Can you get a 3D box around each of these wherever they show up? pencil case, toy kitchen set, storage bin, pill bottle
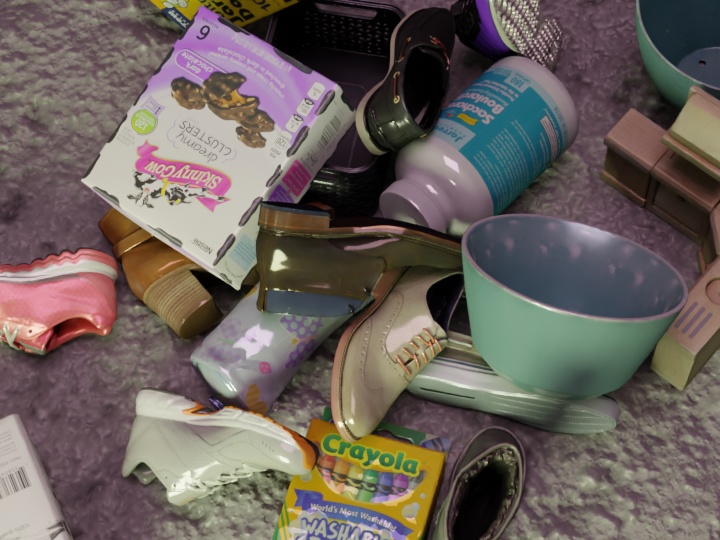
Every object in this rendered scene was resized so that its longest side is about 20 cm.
[{"bbox_3d":[-0.064,0.045,1.477,0.091,0.083,0.200,38,72,12],"label":"pencil case"},{"bbox_3d":[0.279,-0.044,1.476,0.200,0.163,0.180,37,69,20],"label":"toy kitchen set"},{"bbox_3d":[-0.033,-0.162,1.589,0.134,0.094,0.201,9,63,6],"label":"storage bin"},{"bbox_3d":[0.109,-0.106,1.536,0.111,0.111,0.200,37,63,19],"label":"pill bottle"}]

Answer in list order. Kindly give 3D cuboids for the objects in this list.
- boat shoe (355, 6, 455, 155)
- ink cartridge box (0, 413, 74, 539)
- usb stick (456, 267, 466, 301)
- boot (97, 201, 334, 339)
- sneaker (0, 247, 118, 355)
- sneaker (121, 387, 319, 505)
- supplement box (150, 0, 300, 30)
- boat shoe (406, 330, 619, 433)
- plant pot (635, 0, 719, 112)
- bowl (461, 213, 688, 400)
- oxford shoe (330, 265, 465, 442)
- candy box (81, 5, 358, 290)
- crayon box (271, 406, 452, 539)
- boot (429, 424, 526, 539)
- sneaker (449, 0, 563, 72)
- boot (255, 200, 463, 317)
[{"bbox_3d":[0.058,-0.186,1.526,0.063,0.074,0.202,-19,31,35],"label":"boat shoe"},{"bbox_3d":[-0.318,0.248,1.380,0.146,0.083,0.201,-23,63,-10],"label":"ink cartridge box"},{"bbox_3d":[0.109,0.006,1.528,0.199,0.033,0.056,14,56,9],"label":"usb stick"},{"bbox_3d":[-0.139,-0.041,1.546,0.200,0.077,0.155,-37,62,-9],"label":"boot"},{"bbox_3d":[-0.320,0.039,1.500,0.199,0.074,0.087,-12,66,-3],"label":"sneaker"},{"bbox_3d":[-0.125,0.167,1.412,0.199,0.076,0.093,8,72,36],"label":"sneaker"},{"bbox_3d":[-0.123,-0.319,1.605,0.109,0.199,0.110,40,62,-25],"label":"supplement box"},{"bbox_3d":[0.138,0.095,1.457,0.199,0.072,0.062,13,64,11],"label":"boat shoe"},{"bbox_3d":[0.361,-0.217,1.583,0.199,0.135,0.201,0,61,1],"label":"plant pot"},{"bbox_3d":[0.175,0.040,1.405,0.199,0.106,0.201,9,25,-4],"label":"bowl"},{"bbox_3d":[0.034,0.065,1.430,0.073,0.071,0.201,-4,46,35],"label":"oxford shoe"},{"bbox_3d":[-0.128,-0.113,1.478,0.167,0.072,0.201,32,84,22],"label":"candy box"},{"bbox_3d":[-0.003,0.213,1.409,0.125,0.052,0.201,13,62,9],"label":"crayon box"},{"bbox_3d":[0.101,0.180,1.338,0.072,0.200,0.183,16,63,10],"label":"boot"},{"bbox_3d":[0.126,-0.248,1.581,0.099,0.200,0.070,17,80,25],"label":"sneaker"},{"bbox_3d":[0.000,0.000,1.434,0.199,0.075,0.098,9,97,-12],"label":"boot"}]
